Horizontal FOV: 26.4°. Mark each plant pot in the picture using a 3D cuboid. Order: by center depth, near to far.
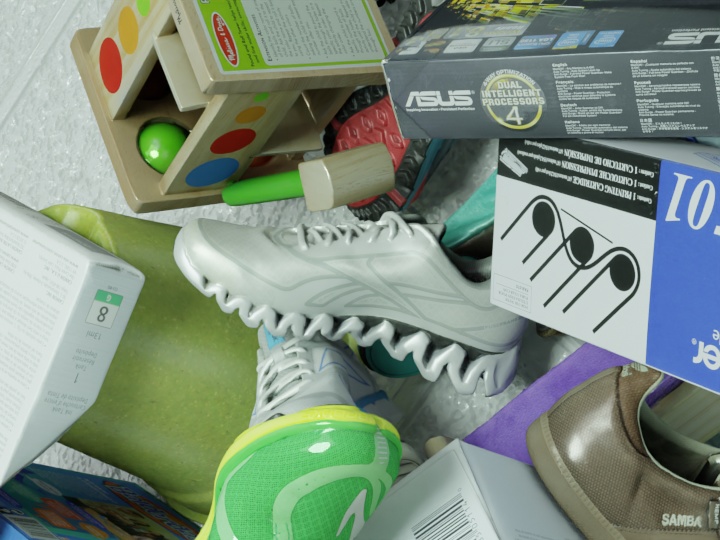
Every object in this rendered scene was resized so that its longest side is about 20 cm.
[{"bbox_3d":[-0.129,0.046,0.943,0.200,0.184,0.201,-14,66,34],"label":"plant pot"}]

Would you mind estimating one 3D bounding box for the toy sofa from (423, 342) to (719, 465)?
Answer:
[{"bbox_3d":[0.125,0.070,0.788,0.200,0.097,0.083,-41,54,22],"label":"toy sofa"}]

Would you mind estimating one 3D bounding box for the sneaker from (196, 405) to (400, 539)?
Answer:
[{"bbox_3d":[-0.042,0.137,0.640,0.200,0.074,0.084,-53,40,24],"label":"sneaker"}]

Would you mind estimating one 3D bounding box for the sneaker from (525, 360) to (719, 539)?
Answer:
[{"bbox_3d":[0.164,0.127,0.694,0.076,0.070,0.200,-41,98,21],"label":"sneaker"}]

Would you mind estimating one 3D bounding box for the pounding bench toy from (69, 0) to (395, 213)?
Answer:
[{"bbox_3d":[-0.068,-0.091,0.896,0.156,0.124,0.200,-48,58,50],"label":"pounding bench toy"}]

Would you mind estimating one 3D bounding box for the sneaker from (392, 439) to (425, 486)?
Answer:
[{"bbox_3d":[-0.024,0.146,0.854,0.106,0.075,0.200,54,141,40],"label":"sneaker"}]

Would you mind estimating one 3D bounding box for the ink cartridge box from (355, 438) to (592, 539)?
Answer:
[{"bbox_3d":[0.053,0.179,0.740,0.175,0.200,0.084,-40,53,23],"label":"ink cartridge box"}]

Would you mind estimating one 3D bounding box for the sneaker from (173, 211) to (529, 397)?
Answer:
[{"bbox_3d":[0.000,0.000,0.824,0.075,0.199,0.081,-96,24,-63],"label":"sneaker"}]

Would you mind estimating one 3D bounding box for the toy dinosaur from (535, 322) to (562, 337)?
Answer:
[{"bbox_3d":[0.153,-0.043,0.816,0.200,0.106,0.061,-40,48,29],"label":"toy dinosaur"}]

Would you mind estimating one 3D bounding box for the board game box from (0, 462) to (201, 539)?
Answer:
[{"bbox_3d":[-0.172,0.163,0.928,0.152,0.200,0.045,24,92,42],"label":"board game box"}]

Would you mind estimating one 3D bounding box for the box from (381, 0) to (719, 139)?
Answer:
[{"bbox_3d":[0.133,-0.116,0.725,0.200,0.049,0.161,3,35,32],"label":"box"}]

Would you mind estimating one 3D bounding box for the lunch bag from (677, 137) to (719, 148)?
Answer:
[{"bbox_3d":[0.242,-0.019,0.695,0.160,0.083,0.200,-24,57,-10],"label":"lunch bag"}]

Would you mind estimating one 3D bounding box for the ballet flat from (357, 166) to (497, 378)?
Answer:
[{"bbox_3d":[0.075,-0.017,0.889,0.200,0.067,0.070,-43,29,20],"label":"ballet flat"}]

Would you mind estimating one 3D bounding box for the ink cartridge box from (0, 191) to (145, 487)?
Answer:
[{"bbox_3d":[-0.217,0.062,0.860,0.161,0.050,0.200,26,96,41],"label":"ink cartridge box"}]

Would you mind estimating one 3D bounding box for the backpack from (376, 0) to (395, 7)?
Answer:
[{"bbox_3d":[-0.026,-0.284,0.962,0.176,0.200,0.154,-38,34,23],"label":"backpack"}]

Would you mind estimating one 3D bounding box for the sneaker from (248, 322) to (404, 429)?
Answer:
[{"bbox_3d":[-0.035,0.067,0.829,0.075,0.200,0.087,-31,85,6],"label":"sneaker"}]

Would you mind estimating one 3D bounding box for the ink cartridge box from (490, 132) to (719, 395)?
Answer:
[{"bbox_3d":[0.136,-0.008,0.675,0.200,0.044,0.094,23,116,53],"label":"ink cartridge box"}]

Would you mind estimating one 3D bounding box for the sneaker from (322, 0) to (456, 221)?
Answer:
[{"bbox_3d":[0.053,-0.098,0.921,0.079,0.095,0.200,60,140,17],"label":"sneaker"}]
